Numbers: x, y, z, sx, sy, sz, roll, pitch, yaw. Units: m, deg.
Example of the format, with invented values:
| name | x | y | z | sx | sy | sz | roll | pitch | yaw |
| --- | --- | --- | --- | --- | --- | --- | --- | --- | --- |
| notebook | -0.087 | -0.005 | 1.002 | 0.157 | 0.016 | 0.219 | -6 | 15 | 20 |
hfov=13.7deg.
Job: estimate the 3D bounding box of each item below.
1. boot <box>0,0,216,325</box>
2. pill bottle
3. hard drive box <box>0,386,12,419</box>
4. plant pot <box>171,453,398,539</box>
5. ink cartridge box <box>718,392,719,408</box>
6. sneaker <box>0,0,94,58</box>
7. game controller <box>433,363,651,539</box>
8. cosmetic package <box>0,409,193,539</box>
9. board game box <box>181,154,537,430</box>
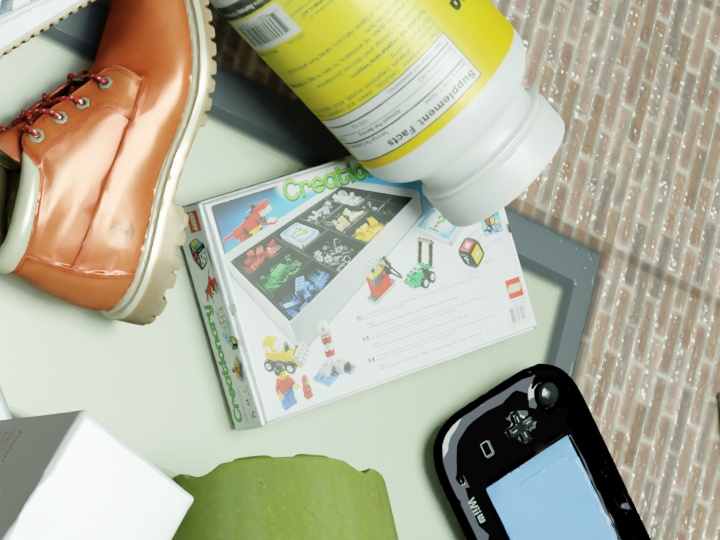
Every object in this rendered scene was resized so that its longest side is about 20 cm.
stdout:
| name | x | y | z | sx | sy | sz | roll | pitch | yaw |
| --- | --- | --- | --- | --- | --- | --- | --- | --- | --- |
| boot | -0.139 | -0.081 | 1.567 | 0.107 | 0.075 | 0.201 | 15 | 77 | -27 |
| pill bottle | 0.016 | -0.122 | 1.618 | 0.200 | 0.112 | 0.113 | 46 | 62 | -18 |
| hard drive box | -0.256 | 0.080 | 1.463 | 0.155 | 0.077 | 0.201 | -24 | 98 | -33 |
| plant pot | -0.040 | 0.200 | 1.543 | 0.199 | 0.200 | 0.191 | 9 | 68 | -33 |
| ink cartridge box | 0.316 | 0.147 | 1.860 | 0.199 | 0.047 | 0.161 | -3 | 85 | -32 |
| sneaker | -0.195 | -0.170 | 1.538 | 0.200 | 0.070 | 0.109 | -36 | 106 | -29 |
| game controller | 0.115 | 0.158 | 1.726 | 0.104 | 0.042 | 0.201 | -33 | 102 | -33 |
| cosmetic package | -0.170 | 0.127 | 1.347 | 0.071 | 0.200 | 0.102 | 40 | 66 | -23 |
| board game box | 0.000 | 0.000 | 1.671 | 0.199 | 0.035 | 0.127 | -18 | 93 | -35 |
